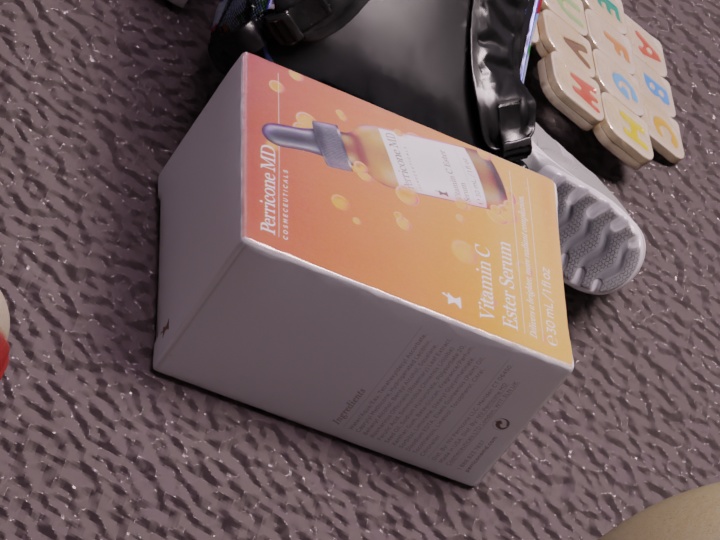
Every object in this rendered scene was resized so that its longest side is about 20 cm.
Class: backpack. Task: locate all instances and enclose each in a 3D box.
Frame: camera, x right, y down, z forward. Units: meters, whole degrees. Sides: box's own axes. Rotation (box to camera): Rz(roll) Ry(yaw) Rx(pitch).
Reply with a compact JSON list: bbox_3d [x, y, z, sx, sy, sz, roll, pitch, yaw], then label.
[{"bbox_3d":[0.017,-0.165,1.644,0.199,0.154,0.191,28,78,-29],"label":"backpack"}]

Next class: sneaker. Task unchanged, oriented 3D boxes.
[{"bbox_3d":[0.089,-0.054,1.732,0.200,0.075,0.082,45,8,14],"label":"sneaker"}]

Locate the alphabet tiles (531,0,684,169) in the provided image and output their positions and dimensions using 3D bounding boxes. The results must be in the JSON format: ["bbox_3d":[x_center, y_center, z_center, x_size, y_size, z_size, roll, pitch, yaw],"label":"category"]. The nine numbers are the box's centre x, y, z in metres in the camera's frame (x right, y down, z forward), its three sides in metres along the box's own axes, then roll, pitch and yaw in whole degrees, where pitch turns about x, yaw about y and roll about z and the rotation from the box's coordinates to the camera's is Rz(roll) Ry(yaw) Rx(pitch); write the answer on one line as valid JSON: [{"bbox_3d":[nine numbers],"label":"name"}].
[{"bbox_3d":[0.141,-0.157,1.861,0.195,0.015,0.201,36,32,-34],"label":"alphabet tiles"}]

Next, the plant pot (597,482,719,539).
[{"bbox_3d":[0.215,0.185,1.508,0.199,0.135,0.201,23,38,-19],"label":"plant pot"}]

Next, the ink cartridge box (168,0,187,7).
[{"bbox_3d":[-0.159,-0.265,1.720,0.199,0.084,0.146,29,38,-12],"label":"ink cartridge box"}]

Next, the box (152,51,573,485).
[{"bbox_3d":[0.000,0.000,1.551,0.199,0.106,0.153,21,40,-21],"label":"box"}]

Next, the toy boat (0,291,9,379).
[{"bbox_3d":[-0.264,0.042,1.301,0.199,0.130,0.131,21,68,-20],"label":"toy boat"}]
